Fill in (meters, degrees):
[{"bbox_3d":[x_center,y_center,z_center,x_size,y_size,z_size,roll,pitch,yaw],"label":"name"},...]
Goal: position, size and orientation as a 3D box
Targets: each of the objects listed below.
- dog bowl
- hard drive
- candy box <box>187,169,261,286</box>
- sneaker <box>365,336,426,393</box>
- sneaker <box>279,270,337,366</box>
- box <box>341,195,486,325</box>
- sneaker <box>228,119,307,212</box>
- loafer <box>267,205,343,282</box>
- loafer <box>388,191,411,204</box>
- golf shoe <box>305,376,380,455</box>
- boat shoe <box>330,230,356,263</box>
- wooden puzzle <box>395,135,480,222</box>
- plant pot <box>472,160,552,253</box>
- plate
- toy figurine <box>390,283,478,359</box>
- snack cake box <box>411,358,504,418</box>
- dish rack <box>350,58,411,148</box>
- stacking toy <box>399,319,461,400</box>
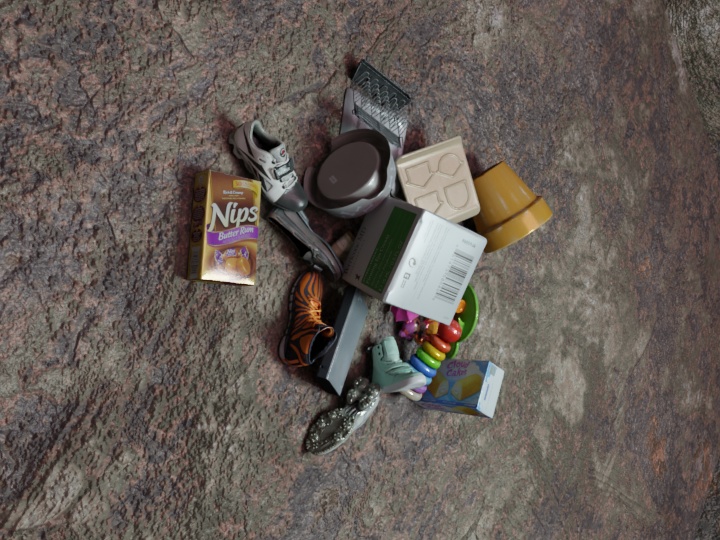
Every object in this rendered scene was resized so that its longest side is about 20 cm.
[{"bbox_3d":[-0.017,-0.194,1.420,0.059,0.200,0.201,47,56,-48],"label":"dog bowl"},{"bbox_3d":[-0.037,0.147,1.438,0.140,0.033,0.200,70,36,-65],"label":"hard drive"},{"bbox_3d":[-0.250,-0.075,1.279,0.116,0.056,0.201,8,81,-42],"label":"candy box"},{"bbox_3d":[0.071,0.199,1.481,0.074,0.200,0.119,-3,82,-25],"label":"sneaker"},{"bbox_3d":[-0.089,0.096,1.381,0.077,0.112,0.201,22,71,-41],"label":"sneaker"},{"bbox_3d":[0.107,-0.024,1.419,0.200,0.171,0.199,21,94,-37],"label":"box"},{"bbox_3d":[-0.163,-0.198,1.317,0.200,0.088,0.074,49,53,-15],"label":"sneaker"},{"bbox_3d":[-0.114,-0.050,1.391,0.063,0.072,0.200,-43,102,-35],"label":"loafer"},{"bbox_3d":[0.039,-0.164,1.509,0.200,0.070,0.075,31,33,-14],"label":"loafer"},{"bbox_3d":[-0.027,0.323,1.456,0.200,0.078,0.097,-41,144,-21],"label":"golf shoe"},{"bbox_3d":[0.000,0.000,1.512,0.065,0.072,0.200,-35,129,-1],"label":"boat shoe"},{"bbox_3d":[0.179,-0.199,1.640,0.185,0.046,0.201,-22,107,-20],"label":"wooden puzzle"},{"bbox_3d":[0.362,-0.174,1.788,0.200,0.200,0.184,-36,97,-39],"label":"plant pot"},{"bbox_3d":[0.036,-0.293,1.580,0.199,0.032,0.201,17,75,-41],"label":"plate"},{"bbox_3d":[0.152,0.113,1.628,0.184,0.150,0.201,7,107,-30],"label":"toy figurine"},{"bbox_3d":[0.223,0.269,1.607,0.067,0.200,0.115,34,65,-36],"label":"snack cake box"},{"bbox_3d":[0.045,-0.360,1.513,0.153,0.055,0.200,30,35,-26],"label":"dish rack"},{"bbox_3d":[0.158,0.196,1.566,0.085,0.085,0.200,29,103,-39],"label":"stacking toy"}]
